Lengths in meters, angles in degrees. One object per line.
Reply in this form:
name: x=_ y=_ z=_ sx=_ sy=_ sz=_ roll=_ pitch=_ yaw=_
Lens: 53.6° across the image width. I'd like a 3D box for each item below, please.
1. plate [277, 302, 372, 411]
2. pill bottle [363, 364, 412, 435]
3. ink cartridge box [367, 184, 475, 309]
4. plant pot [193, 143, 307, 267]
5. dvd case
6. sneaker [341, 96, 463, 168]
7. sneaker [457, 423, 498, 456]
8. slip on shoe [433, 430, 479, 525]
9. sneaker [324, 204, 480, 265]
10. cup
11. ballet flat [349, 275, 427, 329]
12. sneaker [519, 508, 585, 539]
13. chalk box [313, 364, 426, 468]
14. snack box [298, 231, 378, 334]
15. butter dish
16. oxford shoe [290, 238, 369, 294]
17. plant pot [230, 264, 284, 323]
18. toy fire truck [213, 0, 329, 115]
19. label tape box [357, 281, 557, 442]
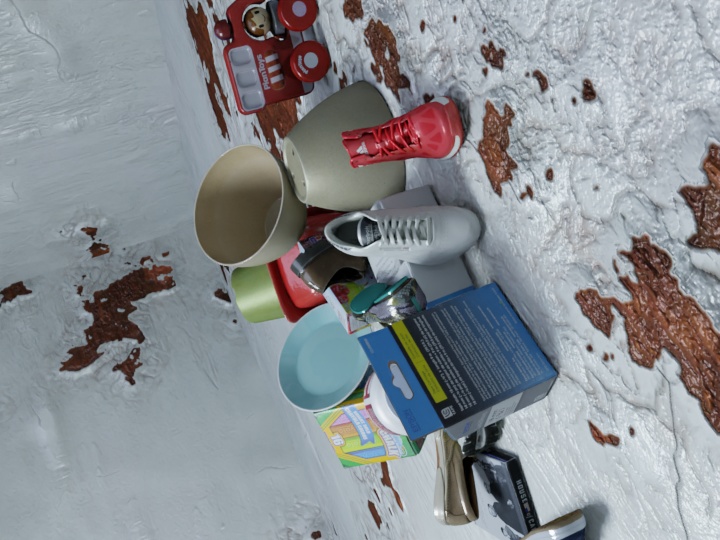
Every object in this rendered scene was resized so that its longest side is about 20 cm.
plate: x=-0.059 y=0.151 z=1.242 sx=0.026 sy=0.200 sz=0.201 roll=42 pitch=-172 yaw=-46
pill bottle: x=0.065 y=0.180 z=1.025 sx=0.200 sy=0.111 sz=0.115 roll=108 pitch=140 yaw=-77
ink cartridge box: x=0.082 y=0.002 z=1.017 sx=0.145 sy=0.083 sz=0.203 roll=126 pitch=123 yaw=-69
plant pot: x=-0.167 y=-0.096 z=1.212 sx=0.134 sy=0.200 sz=0.202 roll=18 pitch=-143 yaw=-55
dvd case: x=0.205 y=0.343 z=1.094 sx=0.200 sy=0.024 sz=0.153 roll=168 pitch=83 yaw=-73
sneaker: x=0.045 y=-0.161 z=0.907 sx=0.080 sy=0.114 sz=0.200 roll=72 pitch=163 yaw=-4
sneaker: x=0.151 y=0.173 z=1.000 sx=0.202 sy=0.077 sz=0.091 roll=91 pitch=160 yaw=-44
slip on shoe: x=0.148 y=0.278 z=1.075 sx=0.076 sy=0.060 sz=0.203 roll=42 pitch=-134 yaw=-46
sneaker: x=0.052 y=-0.046 z=0.903 sx=0.080 sy=0.197 sz=0.078 roll=12 pitch=-105 yaw=-69
cup: x=-0.039 y=-0.175 z=1.103 sx=0.200 sy=0.141 sz=0.203 roll=161 pitch=90 yaw=-73
ballet flat: x=0.038 y=0.054 z=0.964 sx=0.073 sy=0.071 sz=0.200 roll=70 pitch=162 yaw=0
sneaker: x=0.256 y=0.370 z=0.887 sx=0.201 sy=0.069 sz=0.110 roll=90 pitch=160 yaw=-62
chalk box: x=0.044 y=0.236 z=1.212 sx=0.198 sy=0.125 sz=0.125 roll=-20 pitch=108 yaw=29
snack box: x=0.000 y=0.000 z=1.166 sx=0.201 sy=0.140 sz=0.054 roll=53 pitch=157 yaw=43
butter dish: x=-0.063 y=-0.028 z=1.321 sx=0.147 sy=0.198 sz=0.203 roll=-19 pitch=90 yaw=49
oxford shoe: x=-0.012 y=-0.023 z=1.115 sx=0.084 sy=0.199 sz=0.073 roll=45 pitch=147 yaw=14
plant pot: x=-0.164 y=0.024 z=1.497 sx=0.200 sy=0.187 sz=0.203 roll=-20 pitch=-90 yaw=-81
toy fire truck: x=-0.154 y=-0.380 z=1.200 sx=0.112 sy=0.166 sz=0.203 roll=23 pitch=130 yaw=66
label tape box: x=0.111 y=0.117 z=0.854 sx=0.145 sy=0.197 sz=0.064 roll=60 pitch=160 yaw=30
